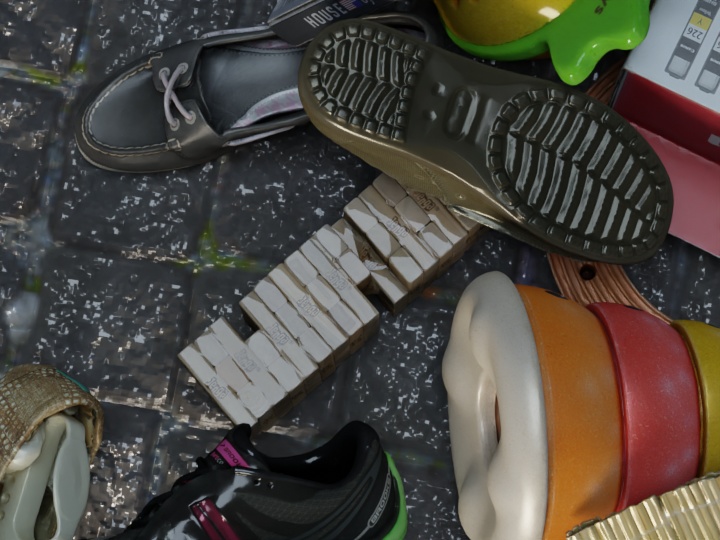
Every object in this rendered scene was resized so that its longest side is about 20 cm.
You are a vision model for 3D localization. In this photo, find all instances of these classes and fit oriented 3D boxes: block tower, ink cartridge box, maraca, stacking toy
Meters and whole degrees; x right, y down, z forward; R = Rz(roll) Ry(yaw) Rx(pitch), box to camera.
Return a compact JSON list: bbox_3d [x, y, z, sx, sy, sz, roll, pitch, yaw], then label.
[{"bbox_3d":[0.000,0.000,1.109,0.200,0.054,0.058,-40,81,-7],"label":"block tower"},{"bbox_3d":[0.234,-0.084,1.086,0.200,0.084,0.176,25,80,5],"label":"ink cartridge box"},{"bbox_3d":[0.100,-0.161,1.083,0.107,0.200,0.137,27,97,-32],"label":"maraca"},{"bbox_3d":[0.147,0.069,1.061,0.200,0.146,0.146,-3,78,-10],"label":"stacking toy"}]

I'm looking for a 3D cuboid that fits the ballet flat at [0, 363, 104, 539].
[{"bbox_3d":[-0.174,0.143,1.072,0.065,0.070,0.200,5,78,40],"label":"ballet flat"}]

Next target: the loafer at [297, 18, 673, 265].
[{"bbox_3d":[0.060,-0.063,1.063,0.200,0.067,0.076,28,83,-10],"label":"loafer"}]

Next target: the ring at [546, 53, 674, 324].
[{"bbox_3d":[0.193,-0.029,1.128,0.200,0.019,0.201,0,80,2],"label":"ring"}]

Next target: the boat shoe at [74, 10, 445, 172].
[{"bbox_3d":[-0.054,-0.100,1.129,0.200,0.057,0.067,-13,79,-1],"label":"boat shoe"}]

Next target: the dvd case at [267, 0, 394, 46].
[{"bbox_3d":[0.040,-0.209,1.084,0.025,0.150,0.200,37,64,-22],"label":"dvd case"}]

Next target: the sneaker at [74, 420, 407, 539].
[{"bbox_3d":[-0.073,0.118,1.051,0.200,0.077,0.084,-14,110,-26],"label":"sneaker"}]

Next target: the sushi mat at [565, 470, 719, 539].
[{"bbox_3d":[0.176,0.181,1.023,0.096,0.012,0.200,-21,114,12],"label":"sushi mat"}]
